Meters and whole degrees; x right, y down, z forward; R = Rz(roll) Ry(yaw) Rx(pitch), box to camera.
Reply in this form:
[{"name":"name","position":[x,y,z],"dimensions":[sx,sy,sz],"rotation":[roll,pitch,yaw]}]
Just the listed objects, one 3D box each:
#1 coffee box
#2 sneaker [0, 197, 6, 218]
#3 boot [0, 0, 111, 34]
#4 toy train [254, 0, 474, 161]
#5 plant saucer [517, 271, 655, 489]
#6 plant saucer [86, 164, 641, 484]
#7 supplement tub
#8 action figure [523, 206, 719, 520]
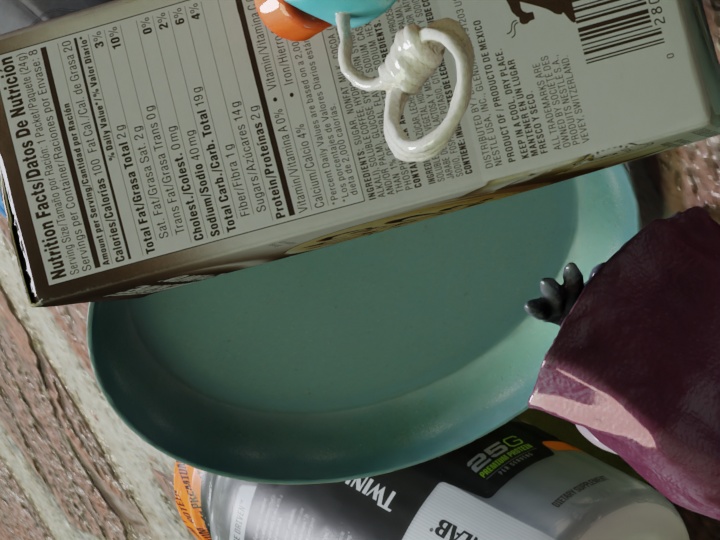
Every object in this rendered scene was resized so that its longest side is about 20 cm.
[{"name":"coffee box","position":[0.001,-0.052,0.735],"dimensions":[0.113,0.199,0.080],"rotation":[-10,-95,-78]},{"name":"sneaker","position":[-0.095,-0.048,1.065],"dimensions":[0.200,0.105,0.076],"rotation":[5,134,58]},{"name":"boot","position":[-0.104,-0.083,0.934],"dimensions":[0.200,0.070,0.132],"rotation":[43,180,0]},{"name":"toy train","position":[0.025,-0.135,0.602],"dimensions":[0.055,0.201,0.150],"rotation":[22,-166,-30]},{"name":"plant saucer","position":[0.054,0.029,1.028],"dimensions":[0.200,0.031,0.200],"rotation":[36,154,21]},{"name":"plant saucer","position":[0.000,0.000,0.882],"dimensions":[0.201,0.199,0.028],"rotation":[76,176,-48]},{"name":"supplement tub","position":[0.024,0.107,1.009],"dimensions":[0.199,0.123,0.123],"rotation":[26,149,38]},{"name":"action figure","position":[0.140,0.074,0.822],"dimensions":[0.200,0.134,0.149],"rotation":[42,157,18]}]
